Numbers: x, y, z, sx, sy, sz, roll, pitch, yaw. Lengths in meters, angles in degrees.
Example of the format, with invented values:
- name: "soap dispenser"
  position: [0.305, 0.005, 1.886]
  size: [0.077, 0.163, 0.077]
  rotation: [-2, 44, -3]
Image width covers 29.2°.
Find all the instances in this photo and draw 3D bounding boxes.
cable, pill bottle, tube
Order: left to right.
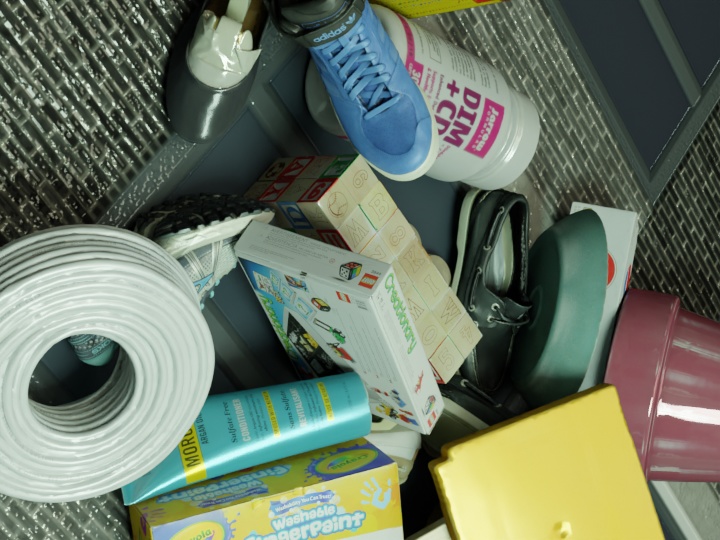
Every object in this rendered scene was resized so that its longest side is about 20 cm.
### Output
- name: "cable"
  position: [-0.198, 0.065, 0.947]
  size: [0.200, 0.069, 0.200]
  rotation: [-42, 128, 0]
- name: "tube"
  position: [-0.092, 0.122, 1.058]
  size: [0.198, 0.051, 0.078]
  rotation: [-11, 57, -17]
- name: "pill bottle"
  position: [0.059, -0.144, 1.202]
  size: [0.199, 0.113, 0.114]
  rotation: [19, 78, -42]

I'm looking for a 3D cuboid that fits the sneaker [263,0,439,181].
- name: "sneaker"
  position: [-0.011, -0.164, 1.051]
  size: [0.201, 0.076, 0.111]
  rotation: [68, 16, 14]

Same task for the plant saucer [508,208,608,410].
- name: "plant saucer"
  position: [0.176, 0.038, 1.288]
  size: [0.036, 0.200, 0.202]
  rotation: [12, 81, -9]

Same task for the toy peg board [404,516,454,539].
- name: "toy peg board"
  position: [0.073, 0.319, 1.218]
  size: [0.199, 0.098, 0.200]
  rotation: [-27, 96, -11]

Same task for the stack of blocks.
- name: "stack of blocks"
  position: [0.000, 0.000, 1.142]
  size: [0.059, 0.115, 0.200]
  rotation: [-49, 119, -26]

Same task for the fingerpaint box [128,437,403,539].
- name: "fingerpaint box"
  position: [-0.067, 0.236, 1.070]
  size: [0.199, 0.073, 0.168]
  rotation: [-12, 106, -22]

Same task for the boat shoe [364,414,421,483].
- name: "boat shoe"
  position: [-0.026, 0.153, 1.155]
  size: [0.199, 0.074, 0.069]
  rotation: [0, 95, -37]

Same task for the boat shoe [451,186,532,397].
- name: "boat shoe"
  position: [0.129, 0.022, 1.282]
  size: [0.074, 0.066, 0.201]
  rotation: [12, 82, -44]

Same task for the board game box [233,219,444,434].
- name: "board game box"
  position: [-0.013, 0.048, 1.084]
  size: [0.035, 0.126, 0.201]
  rotation: [-57, 149, -25]

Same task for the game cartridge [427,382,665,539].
- name: "game cartridge"
  position: [0.165, 0.218, 1.174]
  size: [0.175, 0.032, 0.201]
  rotation: [-19, 92, -11]

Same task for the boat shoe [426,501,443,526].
- name: "boat shoe"
  position: [0.140, 0.213, 1.320]
  size: [0.200, 0.073, 0.070]
  rotation: [-38, 132, -27]

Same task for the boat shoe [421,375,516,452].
- name: "boat shoe"
  position: [0.142, 0.165, 1.246]
  size: [0.199, 0.075, 0.066]
  rotation: [32, 43, 5]

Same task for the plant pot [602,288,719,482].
- name: "plant pot"
  position: [0.337, 0.129, 1.375]
  size: [0.200, 0.178, 0.202]
  rotation: [10, 90, -73]

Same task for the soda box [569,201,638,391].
- name: "soda box"
  position: [0.227, 0.038, 1.382]
  size: [0.064, 0.068, 0.202]
  rotation: [46, 55, -71]

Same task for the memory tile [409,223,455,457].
- name: "memory tile"
  position: [0.054, 0.064, 1.269]
  size: [0.200, 0.017, 0.154]
  rotation: [46, 61, -33]

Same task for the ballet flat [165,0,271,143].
- name: "ballet flat"
  position: [-0.101, -0.197, 1.079]
  size: [0.073, 0.073, 0.201]
  rotation: [35, 66, -38]

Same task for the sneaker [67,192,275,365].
- name: "sneaker"
  position: [-0.147, 0.004, 1.052]
  size: [0.199, 0.077, 0.087]
  rotation: [-27, 121, -32]

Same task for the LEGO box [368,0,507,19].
- name: "LEGO box"
  position: [0.056, -0.294, 1.139]
  size: [0.077, 0.199, 0.150]
  rotation: [25, 75, -40]
